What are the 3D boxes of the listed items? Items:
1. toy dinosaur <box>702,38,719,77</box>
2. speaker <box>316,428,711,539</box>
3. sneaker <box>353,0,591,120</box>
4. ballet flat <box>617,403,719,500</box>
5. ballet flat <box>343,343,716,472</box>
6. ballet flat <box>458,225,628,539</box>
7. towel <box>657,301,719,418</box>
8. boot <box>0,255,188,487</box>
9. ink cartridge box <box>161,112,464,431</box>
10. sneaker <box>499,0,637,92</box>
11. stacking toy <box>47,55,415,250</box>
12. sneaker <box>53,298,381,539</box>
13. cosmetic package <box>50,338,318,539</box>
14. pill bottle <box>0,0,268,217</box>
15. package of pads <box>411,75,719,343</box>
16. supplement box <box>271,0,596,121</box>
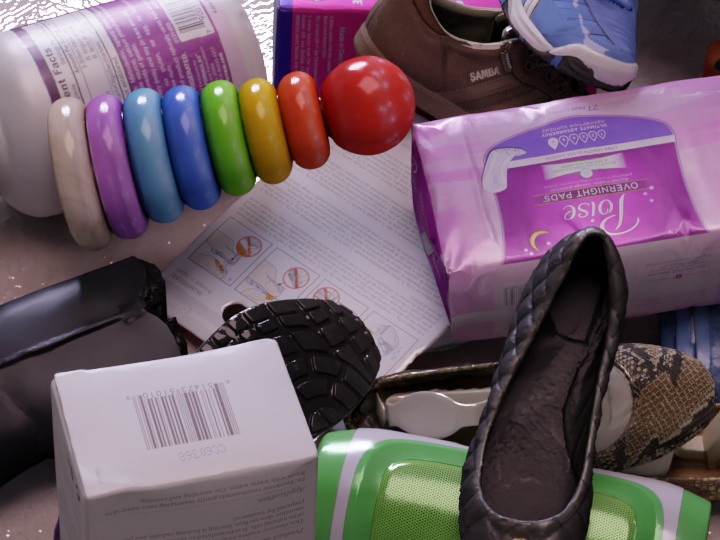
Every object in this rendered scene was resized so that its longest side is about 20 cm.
[{"bbox_3d":[0.305,-0.106,1.581,0.180,0.105,0.201,-17,55,6],"label":"toy dinosaur"},{"bbox_3d":[0.073,0.135,1.314,0.199,0.089,0.089,10,44,8],"label":"speaker"},{"bbox_3d":[0.095,-0.108,1.519,0.199,0.076,0.071,27,28,-19],"label":"sneaker"},{"bbox_3d":[0.180,0.089,1.381,0.198,0.066,0.071,-3,45,-5],"label":"ballet flat"},{"bbox_3d":[0.081,0.074,1.345,0.199,0.075,0.068,-5,83,26],"label":"ballet flat"},{"bbox_3d":[0.087,0.071,1.265,0.066,0.057,0.201,10,68,6],"label":"ballet flat"},{"bbox_3d":[0.264,0.040,1.449,0.198,0.049,0.112,3,44,0],"label":"towel"},{"bbox_3d":[-0.192,0.031,1.413,0.167,0.077,0.201,-21,55,-18],"label":"boot"},{"bbox_3d":[0.000,0.000,1.494,0.162,0.050,0.200,33,65,27],"label":"ink cartridge box"},{"bbox_3d":[0.125,-0.184,1.499,0.075,0.077,0.201,17,41,-29],"label":"sneaker"},{"bbox_3d":[-0.067,-0.071,1.430,0.199,0.086,0.086,-12,44,1],"label":"stacking toy"},{"bbox_3d":[-0.081,0.085,1.351,0.200,0.088,0.076,-33,82,-27],"label":"sneaker"},{"bbox_3d":[-0.082,0.136,1.223,0.112,0.201,0.081,-8,45,-15],"label":"cosmetic package"},{"bbox_3d":[-0.162,-0.096,1.526,0.199,0.113,0.112,-19,47,-20],"label":"pill bottle"},{"bbox_3d":[0.131,-0.033,1.432,0.199,0.076,0.121,-9,53,-5],"label":"package of pads"},{"bbox_3d":[0.046,-0.150,1.600,0.198,0.104,0.102,2,43,-3],"label":"supplement box"}]
